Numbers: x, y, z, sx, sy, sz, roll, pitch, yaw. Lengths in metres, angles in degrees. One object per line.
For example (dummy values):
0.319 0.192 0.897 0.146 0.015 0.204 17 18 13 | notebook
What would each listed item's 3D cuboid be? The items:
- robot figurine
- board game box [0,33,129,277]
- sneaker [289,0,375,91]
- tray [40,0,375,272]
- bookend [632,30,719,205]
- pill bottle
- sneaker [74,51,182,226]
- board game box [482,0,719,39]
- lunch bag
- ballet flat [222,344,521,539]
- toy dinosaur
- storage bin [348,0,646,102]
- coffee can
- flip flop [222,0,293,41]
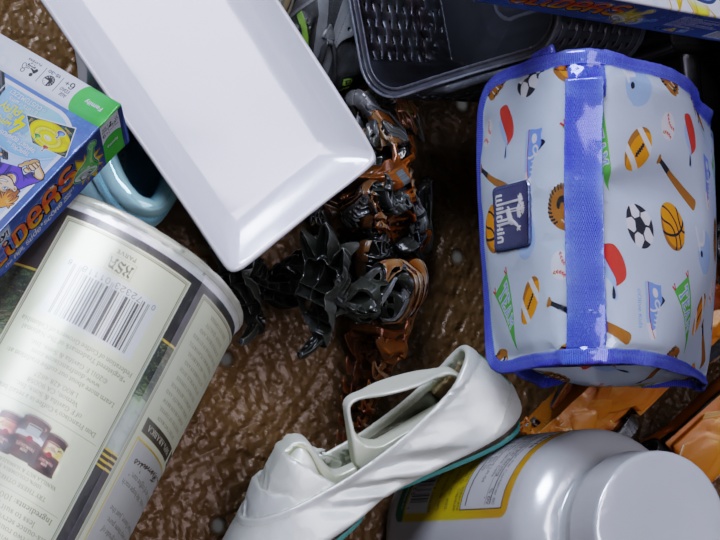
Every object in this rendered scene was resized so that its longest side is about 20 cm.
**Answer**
0.197 0.059 1.432 0.200 0.058 0.145 -43 106 0 | robot figurine
-0.234 -0.073 1.200 0.200 0.034 0.135 30 64 20 | board game box
-0.037 -0.118 1.361 0.083 0.071 0.200 38 64 -13 | sneaker
-0.085 -0.108 1.264 0.107 0.022 0.200 -39 107 -19 | tray
0.254 -0.047 1.500 0.200 0.092 0.199 0 84 -28 | bookend
0.108 0.145 1.332 0.113 0.200 0.113 4 81 -28 | pill bottle
-0.114 -0.116 1.312 0.074 0.082 0.200 3 82 -29 | sneaker
0.130 -0.199 1.265 0.200 0.034 0.135 2 78 -44 | board game box
0.127 -0.023 1.304 0.124 0.200 0.170 -2 84 12 | lunch bag
-0.007 0.104 1.327 0.200 0.069 0.069 -31 99 -6 | ballet flat
0.000 0.000 1.357 0.136 0.102 0.200 -5 78 -48 | toy dinosaur
0.066 -0.202 1.343 0.094 0.135 0.200 -4 82 -52 | storage bin
-0.166 0.078 1.221 0.146 0.146 0.200 35 68 -21 | coffee can
-0.064 -0.205 1.350 0.081 0.058 0.200 -11 61 11 | flip flop
